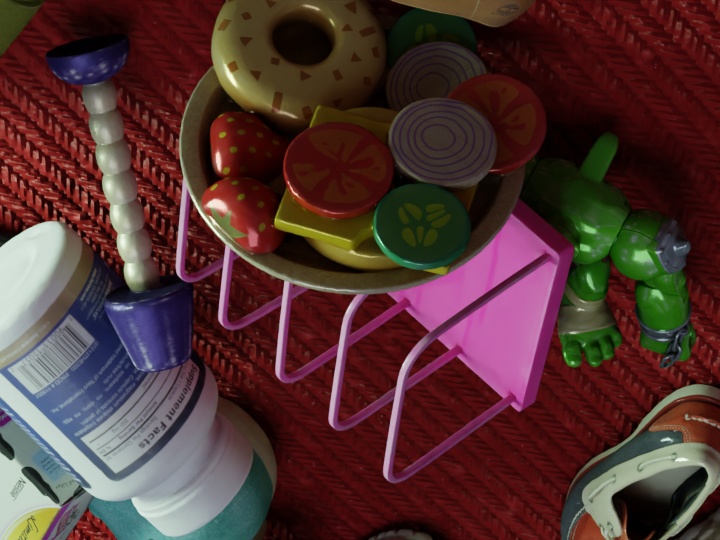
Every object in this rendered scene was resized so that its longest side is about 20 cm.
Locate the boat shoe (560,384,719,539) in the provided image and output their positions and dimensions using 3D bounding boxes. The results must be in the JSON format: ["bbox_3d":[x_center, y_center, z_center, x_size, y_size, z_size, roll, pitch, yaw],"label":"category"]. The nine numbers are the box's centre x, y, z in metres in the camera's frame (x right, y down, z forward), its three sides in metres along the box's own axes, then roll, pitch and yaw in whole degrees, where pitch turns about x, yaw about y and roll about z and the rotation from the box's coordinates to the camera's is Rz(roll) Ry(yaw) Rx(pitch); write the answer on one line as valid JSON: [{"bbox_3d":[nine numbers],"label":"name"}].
[{"bbox_3d":[0.186,0.152,1.738,0.071,0.063,0.200,23,139,-11],"label":"boat shoe"}]

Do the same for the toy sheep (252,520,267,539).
[{"bbox_3d":[-0.110,0.252,1.875,0.138,0.138,0.200,38,139,-22],"label":"toy sheep"}]

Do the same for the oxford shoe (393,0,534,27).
[{"bbox_3d":[0.006,-0.182,1.435,0.199,0.072,0.071,24,143,-11],"label":"oxford shoe"}]

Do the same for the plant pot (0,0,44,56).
[{"bbox_3d":[-0.281,-0.147,1.496,0.199,0.188,0.187,-25,125,21],"label":"plant pot"}]

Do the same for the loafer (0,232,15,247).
[{"bbox_3d":[-0.291,-0.004,1.708,0.199,0.071,0.068,19,145,-3],"label":"loafer"}]

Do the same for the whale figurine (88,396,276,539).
[{"bbox_3d":[-0.157,0.133,1.791,0.199,0.104,0.159,27,137,-11],"label":"whale figurine"}]

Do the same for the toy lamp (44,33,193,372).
[{"bbox_3d":[-0.140,-0.038,1.577,0.058,0.058,0.201,-6,108,22],"label":"toy lamp"}]

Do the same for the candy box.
[{"bbox_3d":[-0.272,0.109,1.775,0.200,0.061,0.137,43,137,8],"label":"candy box"}]

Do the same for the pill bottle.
[{"bbox_3d":[-0.160,0.073,1.663,0.111,0.111,0.200,-23,121,35],"label":"pill bottle"}]

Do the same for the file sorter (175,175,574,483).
[{"bbox_3d":[0.000,0.000,1.518,0.200,0.125,0.139,42,146,26],"label":"file sorter"}]

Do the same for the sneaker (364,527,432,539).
[{"bbox_3d":[-0.013,0.252,1.891,0.077,0.080,0.200,32,136,-18],"label":"sneaker"}]

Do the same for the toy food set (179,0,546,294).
[{"bbox_3d":[0.000,-0.074,1.454,0.197,0.201,0.049,15,145,6],"label":"toy food set"}]

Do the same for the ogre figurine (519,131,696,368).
[{"bbox_3d":[0.115,-0.022,1.556,0.200,0.098,0.120,45,154,14],"label":"ogre figurine"}]

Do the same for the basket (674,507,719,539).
[{"bbox_3d":[0.283,0.260,1.725,0.160,0.199,0.200,33,136,-16],"label":"basket"}]
